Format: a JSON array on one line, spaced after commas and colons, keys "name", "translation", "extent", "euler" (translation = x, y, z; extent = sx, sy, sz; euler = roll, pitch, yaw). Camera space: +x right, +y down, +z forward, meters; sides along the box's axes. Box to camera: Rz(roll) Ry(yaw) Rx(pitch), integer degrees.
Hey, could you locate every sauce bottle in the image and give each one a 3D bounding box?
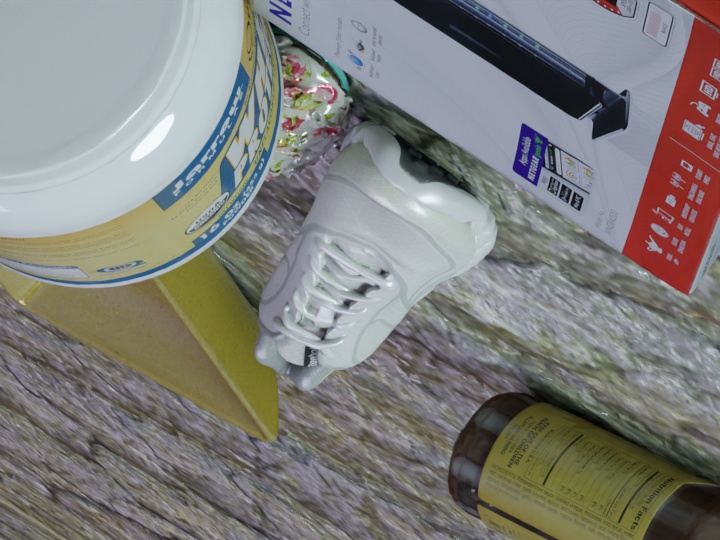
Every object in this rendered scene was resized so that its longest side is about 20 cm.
[{"name": "sauce bottle", "translation": [0.131, 0.117, 1.275], "extent": [0.200, 0.065, 0.065], "euler": [27, 162, 34]}]

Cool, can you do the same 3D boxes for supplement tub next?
[{"name": "supplement tub", "translation": [-0.107, -0.075, 1.026], "extent": [0.145, 0.145, 0.200], "euler": [34, 177, 8]}]

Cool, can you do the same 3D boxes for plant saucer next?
[{"name": "plant saucer", "translation": [-0.135, -0.011, 1.507], "extent": [0.200, 0.048, 0.200], "euler": [27, 161, 32]}]

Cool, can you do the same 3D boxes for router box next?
[{"name": "router box", "translation": [0.049, -0.089, 0.886], "extent": [0.179, 0.049, 0.200], "euler": [34, 164, 10]}]

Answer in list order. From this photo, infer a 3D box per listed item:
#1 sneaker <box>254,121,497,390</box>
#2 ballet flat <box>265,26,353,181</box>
[{"name": "sneaker", "translation": [0.000, 0.000, 1.196], "extent": [0.075, 0.081, 0.200], "euler": [38, 163, 3]}, {"name": "ballet flat", "translation": [-0.066, -0.055, 1.205], "extent": [0.076, 0.064, 0.200], "euler": [42, 163, -17]}]
